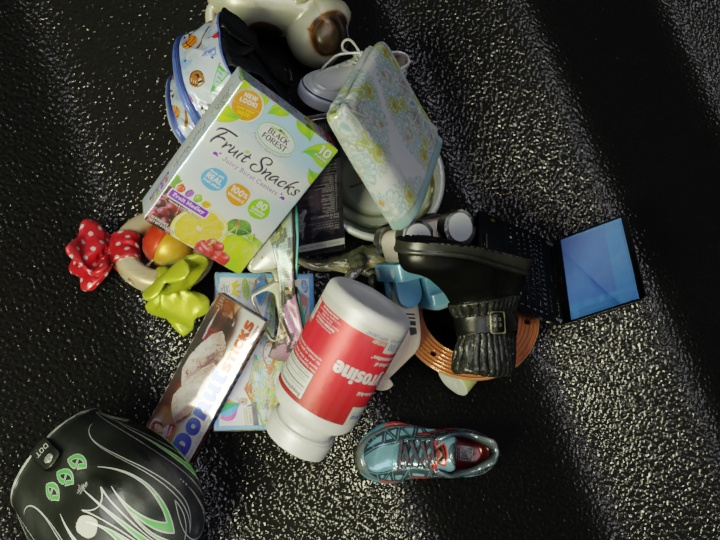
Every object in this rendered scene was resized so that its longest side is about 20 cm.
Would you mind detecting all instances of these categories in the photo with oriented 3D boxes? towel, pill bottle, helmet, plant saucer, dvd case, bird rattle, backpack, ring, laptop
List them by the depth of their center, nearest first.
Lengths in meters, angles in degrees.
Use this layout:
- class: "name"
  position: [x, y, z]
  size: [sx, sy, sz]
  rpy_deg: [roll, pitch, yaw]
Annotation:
- class: "helmet"
  position: [-0.269, 0.269, 0.850]
  size: [0.189, 0.201, 0.201]
  rpy_deg: [34, 70, 14]
- class: "pill bottle"
  position: [-0.032, 0.120, 0.908]
  size: [0.111, 0.112, 0.202]
  rpy_deg: [27, 102, -6]
- class: "towel"
  position: [0.033, -0.174, 0.963]
  size: [0.172, 0.048, 0.202]
  rpy_deg: [53, 36, -26]
- class: "dvd case"
  position: [-0.094, -0.098, 0.966]
  size: [0.146, 0.203, 0.016]
  rpy_deg: [-11, 39, -11]
- class: "bird rattle"
  position: [-0.265, -0.014, 0.971]
  size: [0.197, 0.114, 0.163]
  rpy_deg: [23, 47, 19]
- class: "backpack"
  position: [-0.164, -0.221, 0.972]
  size: [0.152, 0.191, 0.202]
  rpy_deg: [-23, 53, 6]
- class: "ring"
  position: [0.149, 0.061, 1.055]
  size: [0.196, 0.019, 0.204]
  rpy_deg: [1, 57, -2]
- class: "laptop"
  position: [0.270, -0.024, 1.057]
  size: [0.197, 0.104, 0.179]
  rpy_deg: [22, 41, -11]
- class: "plant saucer"
  position: [0.021, -0.132, 1.085]
  size: [0.196, 0.050, 0.204]
  rpy_deg: [4, 74, -13]

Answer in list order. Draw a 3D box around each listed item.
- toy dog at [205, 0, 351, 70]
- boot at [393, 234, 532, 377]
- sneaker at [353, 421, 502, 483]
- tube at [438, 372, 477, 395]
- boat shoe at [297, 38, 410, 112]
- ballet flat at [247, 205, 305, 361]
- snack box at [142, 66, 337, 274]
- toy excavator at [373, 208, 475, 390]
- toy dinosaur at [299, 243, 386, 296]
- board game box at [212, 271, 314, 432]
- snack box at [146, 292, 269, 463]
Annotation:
- class: "toy dog"
  position: [-0.102, -0.370, 1.068]
  size: [0.198, 0.139, 0.196]
  rpy_deg: [32, 71, -7]
- class: "boot"
  position: [0.121, 0.047, 0.931]
  size: [0.208, 0.079, 0.161]
  rpy_deg: [11, 92, -28]
- class: "sneaker"
  position: [0.090, 0.232, 0.989]
  size: [0.196, 0.096, 0.081]
  rpy_deg: [-1, 76, -15]
- class: "tube"
  position: [0.188, 0.088, 1.078]
  size: [0.200, 0.051, 0.058]
  rpy_deg: [-47, 133, -23]
- class: "boat shoe"
  position: [0.002, -0.276, 1.049]
  size: [0.200, 0.087, 0.075]
  rpy_deg: [-19, 63, -42]
- class: "ballet flat"
  position: [-0.104, 0.017, 0.953]
  size: [0.070, 0.069, 0.204]
  rpy_deg: [-6, 98, -10]
- class: "snack box"
  position: [-0.142, -0.111, 0.890]
  size: [0.141, 0.053, 0.201]
  rpy_deg: [31, 109, -32]
- class: "toy excavator"
  position: [0.069, 0.036, 0.994]
  size: [0.191, 0.100, 0.204]
  rpy_deg: [-14, 95, -22]
- class: "toy dinosaur"
  position: [0.000, 0.000, 1.051]
  size: [0.196, 0.048, 0.090]
  rpy_deg: [-8, 65, -13]
- class: "board game box"
  position: [-0.126, 0.106, 0.997]
  size: [0.132, 0.034, 0.204]
  rpy_deg: [2, 76, -14]
- class: "snack box"
  position: [-0.191, 0.133, 0.938]
  size: [0.071, 0.024, 0.202]
  rpy_deg: [29, 92, 9]
